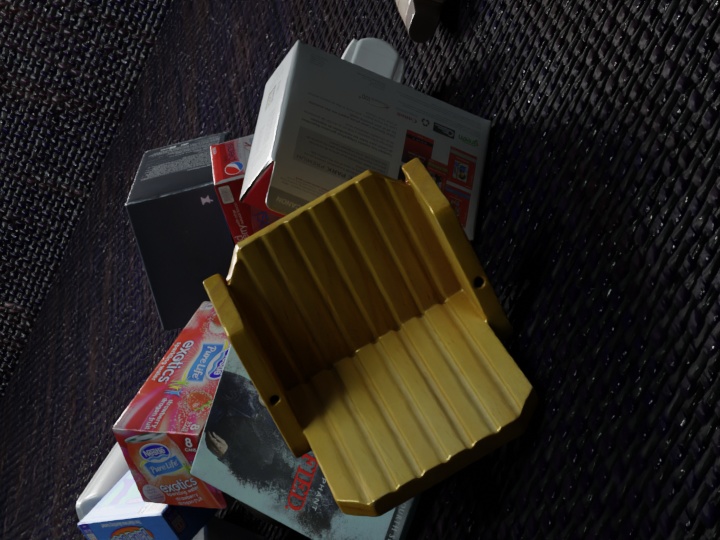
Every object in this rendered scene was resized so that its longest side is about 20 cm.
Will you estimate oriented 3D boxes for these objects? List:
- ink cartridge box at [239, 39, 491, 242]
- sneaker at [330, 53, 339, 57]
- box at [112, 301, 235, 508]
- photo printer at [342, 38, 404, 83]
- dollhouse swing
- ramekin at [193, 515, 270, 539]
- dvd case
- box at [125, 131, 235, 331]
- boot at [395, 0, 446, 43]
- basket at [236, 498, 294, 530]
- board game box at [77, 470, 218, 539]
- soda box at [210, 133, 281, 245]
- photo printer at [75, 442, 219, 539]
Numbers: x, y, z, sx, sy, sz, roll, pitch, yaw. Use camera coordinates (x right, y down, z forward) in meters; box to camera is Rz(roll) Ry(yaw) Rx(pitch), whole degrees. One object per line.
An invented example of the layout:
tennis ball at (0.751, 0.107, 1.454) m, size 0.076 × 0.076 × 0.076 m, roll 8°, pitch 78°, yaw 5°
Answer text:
ink cartridge box at (0.003, -0.079, 1.461) m, size 0.084 × 0.198 × 0.177 m, roll -44°, pitch 29°, yaw 55°
sneaker at (-0.074, -0.160, 1.991) m, size 0.089 × 0.073 × 0.201 m, roll -103°, pitch 37°, yaw -63°
box at (-0.138, 0.125, 1.577) m, size 0.200 × 0.099 × 0.096 m, roll -57°, pitch -40°, yaw -46°
photo printer at (-0.016, -0.132, 1.713) m, size 0.200 × 0.069 × 0.168 m, roll 119°, pitch 171°, yaw -76°
dollhouse swing at (0.010, 0.050, 1.246) m, size 0.199 × 0.183 × 0.176 m, roll -29°, pitch 19°, yaw -1°
ramekin at (-0.149, 0.343, 1.629) m, size 0.201 × 0.097 × 0.202 m, roll -55°, pitch 23°, yaw 37°
dvd case at (-0.038, 0.146, 1.370) m, size 0.022 × 0.199 × 0.147 m, roll -17°, pitch -51°, yaw -65°
box at (-0.174, -0.046, 1.768) m, size 0.200 × 0.103 × 0.149 m, roll -92°, pitch -12°, yaw -71°
boot at (0.089, -0.336, 1.709) m, size 0.200 × 0.070 × 0.147 m, roll -54°, pitch 21°, yaw 40°
basket at (-0.017, 0.102, 1.447) m, size 0.200 × 0.136 × 0.181 m, roll -53°, pitch 2°, yaw 30°
board game box at (-0.171, 0.200, 1.656) m, size 0.151 × 0.045 × 0.200 m, roll -15°, pitch 25°, yaw 48°
soda box at (-0.094, -0.038, 1.661) m, size 0.070 × 0.063 × 0.201 m, roll -102°, pitch -3°, yaw -50°
photo printer at (-0.224, 0.261, 1.801) m, size 0.069 × 0.168 × 0.200 m, roll -14°, pitch 22°, yaw 21°
